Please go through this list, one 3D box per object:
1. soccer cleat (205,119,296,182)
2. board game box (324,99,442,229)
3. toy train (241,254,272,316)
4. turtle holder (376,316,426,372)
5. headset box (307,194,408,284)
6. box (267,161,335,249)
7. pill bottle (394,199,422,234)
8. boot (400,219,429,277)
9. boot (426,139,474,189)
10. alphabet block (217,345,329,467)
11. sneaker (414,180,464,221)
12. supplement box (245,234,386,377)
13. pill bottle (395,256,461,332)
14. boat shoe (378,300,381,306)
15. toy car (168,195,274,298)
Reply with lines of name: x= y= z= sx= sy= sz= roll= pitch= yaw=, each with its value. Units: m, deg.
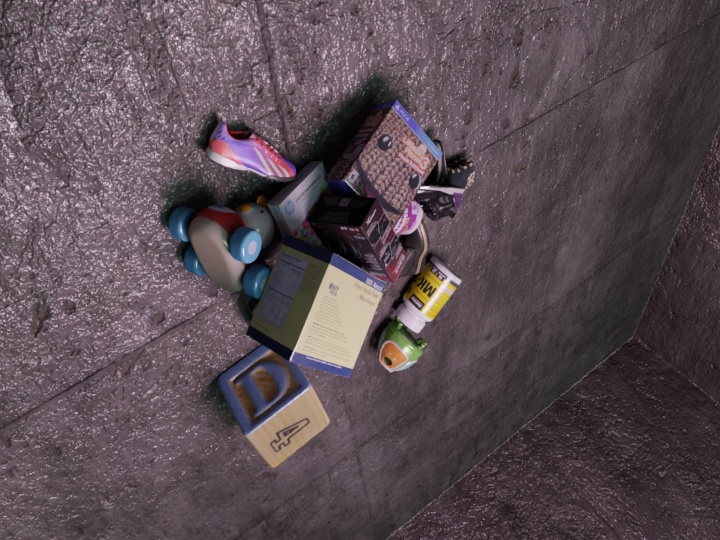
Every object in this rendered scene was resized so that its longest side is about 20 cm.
soccer cleat: x=-0.193 y=-0.220 z=1.048 sx=0.196 sy=0.068 sz=0.075 roll=8 pitch=115 yaw=-44
board game box: x=0.049 y=-0.218 z=1.169 sx=0.158 sy=0.096 sz=0.203 roll=39 pitch=79 yaw=-27
toy train: x=-0.207 y=0.047 z=1.171 sx=0.084 sy=0.203 sz=0.115 roll=-33 pitch=132 yaw=7
turtle holder: x=0.111 y=0.225 z=1.691 sx=0.140 sy=0.186 sz=0.133 roll=39 pitch=96 yaw=-20
headset box: x=0.001 y=-0.059 z=1.164 sx=0.078 sy=0.145 sz=0.202 roll=-58 pitch=138 yaw=-26
box: x=-0.100 y=-0.099 z=1.175 sx=0.157 sy=0.040 sz=0.204 roll=-50 pitch=132 yaw=-35
pill bottle: x=0.046 y=-0.141 z=1.305 sx=0.195 sy=0.112 sz=0.115 roll=-4 pitch=127 yaw=-41
boot: x=0.108 y=-0.044 z=1.485 sx=0.135 sy=0.078 sz=0.205 roll=-24 pitch=136 yaw=-19
boot: x=0.220 y=-0.259 z=1.404 sx=0.151 sy=0.073 sz=0.208 roll=-32 pitch=140 yaw=-25
alphabet block: x=-0.217 y=0.331 z=1.411 sx=0.193 sy=0.196 sz=0.203 roll=-32 pitch=142 yaw=-12
sneaker: x=0.171 y=-0.159 z=1.300 sx=0.195 sy=0.075 sz=0.091 roll=-1 pitch=108 yaw=-43
supplement box: x=-0.081 y=0.072 z=1.081 sx=0.198 sy=0.132 sz=0.206 roll=28 pitch=84 yaw=-53
pill bottle: x=0.195 y=0.073 z=1.633 sx=0.203 sy=0.114 sz=0.113 roll=-54 pitch=141 yaw=10
boat shoe: x=0.045 y=0.003 z=1.454 sx=0.072 sy=0.059 sz=0.208 roll=-37 pitch=147 yaw=-53
toy car: x=-0.231 y=-0.082 z=1.088 sx=0.202 sy=0.179 sz=0.181 roll=-56 pitch=152 yaw=-35
